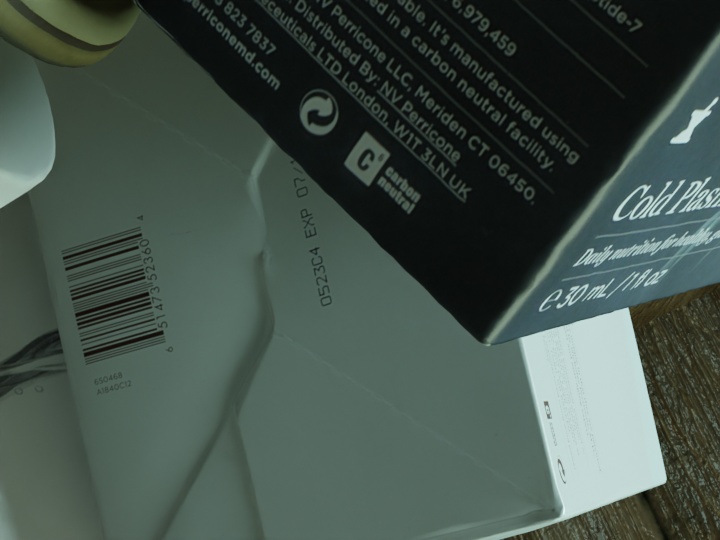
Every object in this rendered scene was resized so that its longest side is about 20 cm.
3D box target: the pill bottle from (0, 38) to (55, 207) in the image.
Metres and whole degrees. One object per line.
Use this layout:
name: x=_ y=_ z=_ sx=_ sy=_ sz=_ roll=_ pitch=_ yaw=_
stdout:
pill bottle: x=-0.175 y=-0.010 z=0.452 sx=0.199 sy=0.112 sz=0.111 roll=-28 pitch=170 yaw=13

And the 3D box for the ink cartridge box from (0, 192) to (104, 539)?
ink cartridge box: x=-0.134 y=0.067 z=0.662 sx=0.082 sy=0.202 sz=0.147 roll=-11 pitch=167 yaw=-16

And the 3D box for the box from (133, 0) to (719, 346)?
box: x=0.086 y=-0.104 z=0.444 sx=0.199 sy=0.124 sz=0.197 roll=-11 pitch=140 yaw=-58

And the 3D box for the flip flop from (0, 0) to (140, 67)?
flip flop: x=-0.079 y=-0.098 z=0.384 sx=0.057 sy=0.081 sz=0.200 roll=-41 pitch=164 yaw=2

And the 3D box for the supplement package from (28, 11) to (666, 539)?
supplement package: x=0.000 y=0.000 z=0.656 sx=0.146 sy=0.193 sz=0.200 roll=-15 pitch=173 yaw=16
